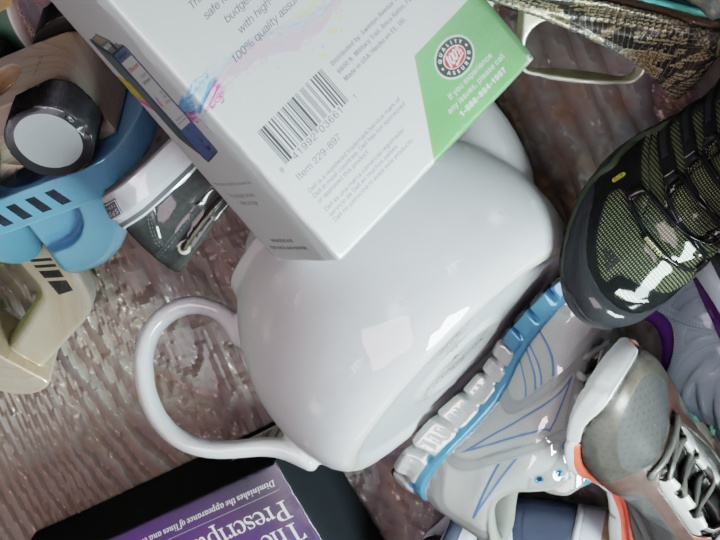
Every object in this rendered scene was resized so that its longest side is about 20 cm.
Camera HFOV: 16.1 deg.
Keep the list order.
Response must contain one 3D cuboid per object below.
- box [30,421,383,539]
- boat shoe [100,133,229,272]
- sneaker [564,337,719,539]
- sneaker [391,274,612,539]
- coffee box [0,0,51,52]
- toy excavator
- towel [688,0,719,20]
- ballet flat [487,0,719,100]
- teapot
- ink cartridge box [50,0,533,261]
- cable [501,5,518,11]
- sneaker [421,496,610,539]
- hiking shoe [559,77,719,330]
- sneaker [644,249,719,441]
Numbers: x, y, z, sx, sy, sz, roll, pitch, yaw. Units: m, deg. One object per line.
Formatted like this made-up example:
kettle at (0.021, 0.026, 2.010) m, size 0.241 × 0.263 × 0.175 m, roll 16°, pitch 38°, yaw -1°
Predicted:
box at (-0.087, 0.190, 1.484) m, size 0.199 × 0.079 × 0.142 m, roll -26°, pitch 106°, yaw 22°
boat shoe at (-0.042, -0.080, 1.304) m, size 0.200 × 0.069 × 0.057 m, roll -41°, pitch 98°, yaw -2°
sneaker at (0.168, 0.106, 1.344) m, size 0.082 × 0.077 × 0.200 m, roll 24°, pitch 160°, yaw 32°
sneaker at (0.105, 0.069, 1.367) m, size 0.087 × 0.075 × 0.200 m, roll 44°, pitch 121°, yaw 14°
coffee box at (-0.241, -0.167, 1.397) m, size 0.199 × 0.044 × 0.124 m, roll -8°, pitch 109°, yaw 17°
toy excavator at (-0.173, -0.026, 1.392) m, size 0.194 × 0.100 × 0.200 m, roll -19°, pitch 127°, yaw 23°
towel at (0.158, -0.249, 1.231) m, size 0.200 × 0.035 × 0.193 m, roll 35°, pitch 103°, yaw -21°
ballet flat at (0.090, -0.137, 1.294) m, size 0.199 × 0.068 × 0.076 m, roll 22°, pitch 115°, yaw -14°
teapot at (0.000, 0.000, 1.335) m, size 0.146 × 0.200 × 0.198 m, roll 44°, pitch 133°, yaw 11°
ink cartridge box at (-0.041, -0.125, 1.212) m, size 0.145 × 0.087 × 0.200 m, roll -46°, pitch 107°, yaw -15°
cable at (0.016, -0.191, 1.337) m, size 0.199 × 0.050 × 0.098 m, roll 7°, pitch 104°, yaw -2°
sneaker at (0.073, 0.217, 1.455) m, size 0.108 × 0.070 × 0.201 m, roll 13°, pitch 107°, yaw 4°
hiking shoe at (0.176, -0.053, 1.269) m, size 0.076 × 0.101 × 0.200 m, roll 43°, pitch 83°, yaw -5°
sneaker at (0.209, 0.074, 1.378) m, size 0.087 × 0.074 × 0.201 m, roll -18°, pitch 100°, yaw 39°
